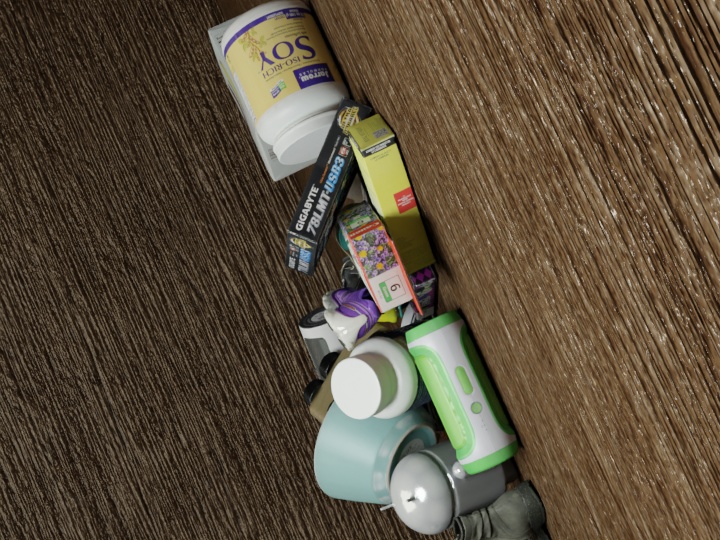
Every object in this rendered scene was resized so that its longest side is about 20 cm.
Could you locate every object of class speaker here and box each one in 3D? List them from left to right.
[{"bbox_3d":[-0.030,0.161,1.829,0.081,0.081,0.202,-127,16,-70],"label":"speaker"},{"bbox_3d":[0.132,0.157,1.460,0.088,0.088,0.202,107,139,-83],"label":"speaker"}]

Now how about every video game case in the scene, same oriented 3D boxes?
[{"bbox_3d":[0.055,-0.043,1.634,0.181,0.036,0.201,79,167,-73],"label":"video game case"}]

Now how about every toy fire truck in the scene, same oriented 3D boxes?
[{"bbox_3d":[0.041,0.194,1.766,0.199,0.177,0.128,33,176,-39],"label":"toy fire truck"}]

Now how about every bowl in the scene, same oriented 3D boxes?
[{"bbox_3d":[0.036,0.256,1.623,0.104,0.201,0.202,21,145,38],"label":"bowl"}]

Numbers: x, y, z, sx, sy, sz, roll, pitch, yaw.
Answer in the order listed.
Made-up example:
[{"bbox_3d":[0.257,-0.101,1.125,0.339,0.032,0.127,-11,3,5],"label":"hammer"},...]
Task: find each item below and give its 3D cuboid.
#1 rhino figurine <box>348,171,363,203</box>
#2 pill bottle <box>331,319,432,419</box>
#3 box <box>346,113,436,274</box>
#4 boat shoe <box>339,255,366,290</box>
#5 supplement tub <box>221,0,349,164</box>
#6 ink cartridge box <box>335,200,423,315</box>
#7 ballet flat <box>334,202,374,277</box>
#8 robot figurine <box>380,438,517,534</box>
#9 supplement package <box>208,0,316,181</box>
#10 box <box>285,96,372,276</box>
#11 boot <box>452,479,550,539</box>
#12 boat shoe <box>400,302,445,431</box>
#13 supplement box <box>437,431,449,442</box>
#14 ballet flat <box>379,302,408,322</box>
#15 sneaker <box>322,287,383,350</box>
[{"bbox_3d":[-0.015,-0.148,1.767,0.088,0.060,0.200,53,174,20],"label":"rhino figurine"},{"bbox_3d":[0.050,0.138,1.540,0.199,0.111,0.112,-15,-102,-53],"label":"pill bottle"},{"bbox_3d":[0.041,-0.096,1.450,0.075,0.050,0.201,-120,8,-57],"label":"box"},{"bbox_3d":[0.000,0.000,1.740,0.066,0.200,0.070,43,135,-10],"label":"boat shoe"},{"bbox_3d":[-0.101,-0.270,1.615,0.145,0.144,0.201,88,157,-78],"label":"supplement tub"},{"bbox_3d":[0.022,-0.011,1.440,0.200,0.050,0.110,-118,4,-71],"label":"ink cartridge box"},{"bbox_3d":[-0.002,-0.052,1.623,0.201,0.067,0.063,72,-178,-57],"label":"ballet flat"},{"bbox_3d":[0.123,0.296,1.557,0.114,0.199,0.170,62,142,20],"label":"robot figurine"},{"bbox_3d":[-0.130,-0.293,1.820,0.192,0.146,0.201,77,167,-68],"label":"supplement package"},{"bbox_3d":[-0.045,-0.108,1.531,0.049,0.200,0.200,21,167,1],"label":"box"},{"bbox_3d":[0.193,0.375,1.552,0.068,0.130,0.201,-120,7,-48],"label":"boot"},{"bbox_3d":[0.106,0.145,1.708,0.068,0.073,0.202,1,90,47],"label":"boat shoe"},{"bbox_3d":[0.092,0.195,1.846,0.074,0.125,0.201,95,150,-82],"label":"supplement box"},{"bbox_3d":[0.039,0.042,1.787,0.200,0.066,0.067,-58,-45,-77],"label":"ballet flat"},{"bbox_3d":[0.000,0.058,1.562,0.081,0.083,0.200,58,-178,-10],"label":"sneaker"}]
